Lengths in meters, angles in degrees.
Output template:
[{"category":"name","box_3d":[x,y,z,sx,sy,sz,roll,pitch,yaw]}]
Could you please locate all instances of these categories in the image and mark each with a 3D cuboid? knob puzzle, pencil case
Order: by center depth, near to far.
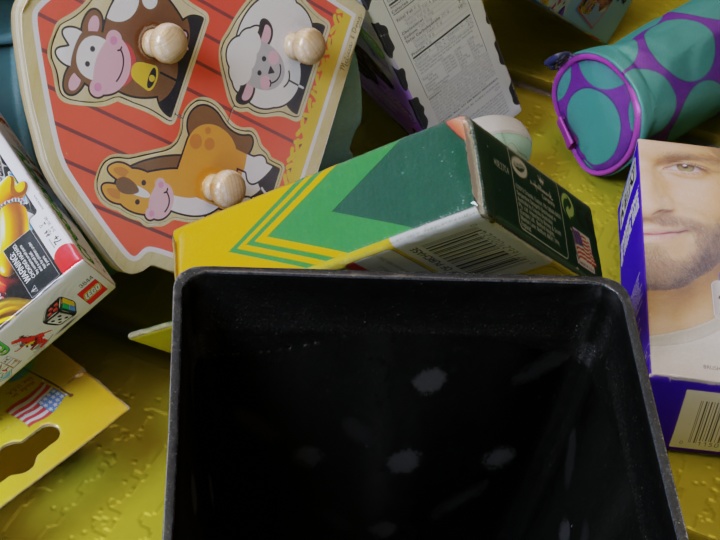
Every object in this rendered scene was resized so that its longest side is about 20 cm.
[{"category":"knob puzzle","box_3d":[-0.085,-0.092,0.770,0.220,0.220,0.030,-33,28,-34]},{"category":"pencil case","box_3d":[0.217,-0.137,1.022,0.200,0.085,0.092,-27,9,-31]}]

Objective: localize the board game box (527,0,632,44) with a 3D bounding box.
[{"category":"board game box","box_3d":[0.118,-0.241,1.032,0.103,0.105,0.200,36,12,27]}]

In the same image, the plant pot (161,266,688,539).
[{"category":"plant pot","box_3d":[0.017,0.132,0.657,0.199,0.177,0.200,1,43,-5]}]

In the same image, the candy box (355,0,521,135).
[{"category":"candy box","box_3d":[0.005,-0.184,0.957,0.072,0.200,0.168,-38,55,-4]}]

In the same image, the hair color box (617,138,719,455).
[{"category":"hair color box","box_3d":[0.211,0.013,0.884,0.109,0.065,0.200,7,43,1]}]

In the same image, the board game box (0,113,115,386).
[{"category":"board game box","box_3d":[-0.220,-0.020,0.772,0.126,0.035,0.200,-41,54,1]}]

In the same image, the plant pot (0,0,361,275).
[{"category":"plant pot","box_3d":[-0.118,-0.096,0.877,0.196,0.200,0.200,-15,48,-31]}]

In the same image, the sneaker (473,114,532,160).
[{"category":"sneaker","box_3d":[0.062,-0.018,0.906,0.200,0.074,0.118,-27,77,-48]}]

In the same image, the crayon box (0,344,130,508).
[{"category":"crayon box","box_3d":[-0.232,0.066,0.784,0.200,0.051,0.127,33,50,25]}]

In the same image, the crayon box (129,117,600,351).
[{"category":"crayon box","box_3d":[0.000,0.000,0.747,0.200,0.127,0.051,-20,63,27]}]
